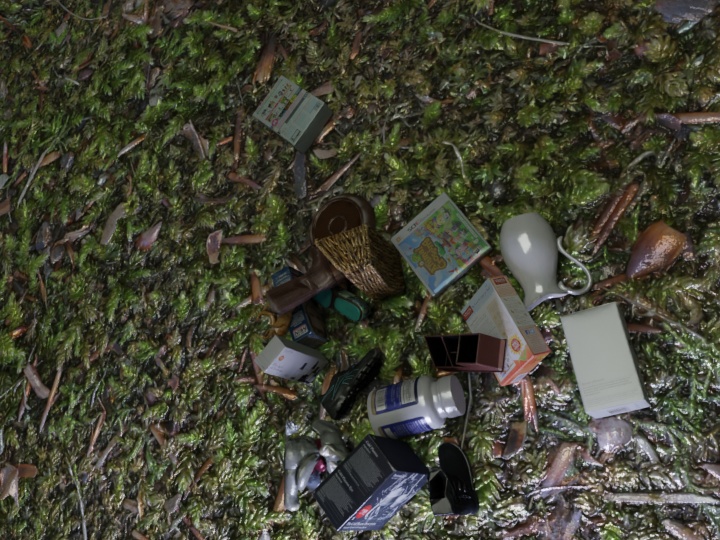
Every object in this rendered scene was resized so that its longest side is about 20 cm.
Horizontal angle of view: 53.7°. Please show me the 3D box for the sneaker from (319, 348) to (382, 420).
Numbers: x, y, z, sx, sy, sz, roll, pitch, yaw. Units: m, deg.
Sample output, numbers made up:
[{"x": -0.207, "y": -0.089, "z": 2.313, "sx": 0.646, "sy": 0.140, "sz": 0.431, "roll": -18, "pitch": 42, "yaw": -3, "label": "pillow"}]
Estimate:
[{"x": -0.027, "y": 0.262, "z": 1.713, "sx": 0.079, "sy": 0.075, "sz": 0.200, "roll": 40, "pitch": 94, "yaw": 34, "label": "sneaker"}]

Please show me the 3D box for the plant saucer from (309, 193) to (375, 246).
[{"x": -0.055, "y": -0.114, "z": 1.875, "sx": 0.200, "sy": 0.032, "sz": 0.201, "roll": -9, "pitch": 70, "yaw": 27, "label": "plant saucer"}]

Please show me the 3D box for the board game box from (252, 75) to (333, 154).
[{"x": -0.195, "y": -0.448, "z": 2.038, "sx": 0.200, "sy": 0.064, "sz": 0.148, "roll": 39, "pitch": 93, "yaw": 30, "label": "board game box"}]

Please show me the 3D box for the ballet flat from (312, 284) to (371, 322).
[{"x": -0.055, "y": 0.069, "z": 1.797, "sx": 0.200, "sy": 0.074, "sz": 0.074, "roll": 33, "pitch": 91, "yaw": 28, "label": "ballet flat"}]

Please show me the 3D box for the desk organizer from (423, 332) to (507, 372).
[{"x": 0.221, "y": 0.179, "z": 1.551, "sx": 0.200, "sy": 0.077, "sz": 0.072, "roll": -12, "pitch": 65, "yaw": 58, "label": "desk organizer"}]

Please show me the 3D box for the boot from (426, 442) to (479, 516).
[{"x": 0.178, "y": 0.428, "z": 1.474, "sx": 0.066, "sy": 0.200, "sz": 0.165, "roll": -31, "pitch": 62, "yaw": 16, "label": "boot"}]

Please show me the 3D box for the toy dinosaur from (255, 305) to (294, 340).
[{"x": -0.194, "y": 0.119, "z": 1.753, "sx": 0.106, "sy": 0.060, "sz": 0.200, "roll": 27, "pitch": 83, "yaw": 0, "label": "toy dinosaur"}]

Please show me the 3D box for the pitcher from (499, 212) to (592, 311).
[{"x": 0.403, "y": -0.027, "z": 1.559, "sx": 0.171, "sy": 0.121, "sz": 0.201, "roll": -15, "pitch": 78, "yaw": 7, "label": "pitcher"}]

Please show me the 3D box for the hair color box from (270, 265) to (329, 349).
[{"x": -0.154, "y": 0.096, "z": 1.819, "sx": 0.060, "sy": 0.100, "sz": 0.200, "roll": -30, "pitch": 63, "yaw": 16, "label": "hair color box"}]

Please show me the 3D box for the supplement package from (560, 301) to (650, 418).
[{"x": 0.493, "y": 0.182, "z": 1.433, "sx": 0.117, "sy": 0.117, "sz": 0.201, "roll": -19, "pitch": 67, "yaw": 22, "label": "supplement package"}]

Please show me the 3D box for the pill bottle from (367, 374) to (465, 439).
[{"x": 0.127, "y": 0.302, "z": 1.591, "sx": 0.199, "sy": 0.120, "sz": 0.120, "roll": -19, "pitch": 66, "yaw": 22, "label": "pill bottle"}]

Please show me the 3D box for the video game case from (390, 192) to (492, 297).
[{"x": 0.193, "y": -0.064, "z": 1.730, "sx": 0.182, "sy": 0.022, "sz": 0.200, "roll": -41, "pitch": 60, "yaw": 11, "label": "video game case"}]

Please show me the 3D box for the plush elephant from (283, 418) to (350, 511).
[{"x": -0.101, "y": 0.434, "z": 1.667, "sx": 0.154, "sy": 0.165, "sz": 0.201, "roll": 1, "pitch": 110, "yaw": -7, "label": "plush elephant"}]

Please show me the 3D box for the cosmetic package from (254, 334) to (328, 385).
[{"x": -0.163, "y": 0.220, "z": 1.725, "sx": 0.051, "sy": 0.200, "sz": 0.083, "roll": 42, "pitch": 96, "yaw": 32, "label": "cosmetic package"}]

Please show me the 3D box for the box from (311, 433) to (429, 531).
[{"x": 0.030, "y": 0.463, "z": 1.543, "sx": 0.182, "sy": 0.200, "sz": 0.104, "roll": -48, "pitch": 57, "yaw": 7, "label": "box"}]

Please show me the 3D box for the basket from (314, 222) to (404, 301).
[{"x": 0.000, "y": 0.000, "z": 1.707, "sx": 0.149, "sy": 0.200, "sz": 0.143, "roll": -17, "pitch": 62, "yaw": 21, "label": "basket"}]

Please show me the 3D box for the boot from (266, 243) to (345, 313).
[{"x": -0.160, "y": 0.022, "z": 1.761, "sx": 0.200, "sy": 0.064, "sz": 0.186, "roll": -29, "pitch": 33, "yaw": -11, "label": "boot"}]

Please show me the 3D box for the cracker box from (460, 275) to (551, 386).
[{"x": 0.311, "y": 0.130, "z": 1.545, "sx": 0.200, "sy": 0.058, "sz": 0.134, "roll": 64, "pitch": 145, "yaw": 27, "label": "cracker box"}]
